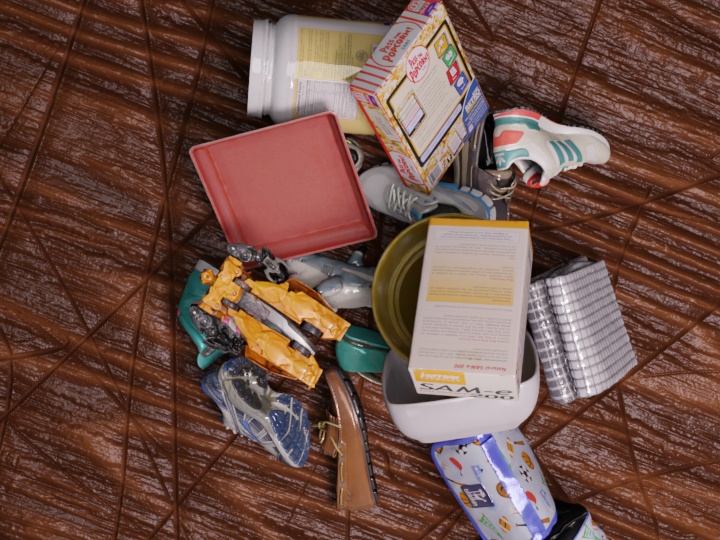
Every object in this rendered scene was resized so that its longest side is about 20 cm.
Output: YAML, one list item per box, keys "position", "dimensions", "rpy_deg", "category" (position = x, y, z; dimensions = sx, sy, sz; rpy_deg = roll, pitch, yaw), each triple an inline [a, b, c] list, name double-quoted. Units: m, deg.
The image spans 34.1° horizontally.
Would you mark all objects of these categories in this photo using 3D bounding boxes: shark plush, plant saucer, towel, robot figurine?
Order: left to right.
- position: [-0.121, 0.058, 1.503]
  dimensions: [0.198, 0.058, 0.146]
  rpy_deg: [33, 82, -5]
  category: "robot figurine"
- position: [-0.097, -0.108, 1.526]
  dimensions: [0.197, 0.037, 0.202]
  rpy_deg: [-13, 125, 10]
  category: "plant saucer"
- position: [0.000, 0.000, 1.584]
  dimensions: [0.197, 0.091, 0.084]
  rpy_deg: [-12, 63, 1]
  category: "shark plush"
- position: [0.285, 0.074, 1.556]
  dimensions: [0.085, 0.199, 0.168]
  rpy_deg: [-18, 90, 28]
  category: "towel"

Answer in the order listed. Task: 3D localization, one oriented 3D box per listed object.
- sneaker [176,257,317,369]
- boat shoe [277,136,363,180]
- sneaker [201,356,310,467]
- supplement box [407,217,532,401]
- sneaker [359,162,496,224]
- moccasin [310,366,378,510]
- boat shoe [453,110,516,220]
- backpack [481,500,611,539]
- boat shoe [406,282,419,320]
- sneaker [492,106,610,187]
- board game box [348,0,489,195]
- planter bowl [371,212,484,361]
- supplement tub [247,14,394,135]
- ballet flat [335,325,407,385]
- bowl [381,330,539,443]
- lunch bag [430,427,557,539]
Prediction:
- position: [-0.165, 0.088, 1.561]
  dimensions: [0.199, 0.084, 0.122]
  rpy_deg: [35, 85, 2]
  category: "sneaker"
- position: [-0.093, -0.144, 1.568]
  dimensions: [0.198, 0.060, 0.073]
  rpy_deg: [-8, 94, -5]
  category: "boat shoe"
- position: [-0.139, 0.192, 1.573]
  dimensions: [0.084, 0.078, 0.201]
  rpy_deg: [-13, 126, 35]
  category: "sneaker"
- position: [0.133, 0.044, 1.380]
  dimensions: [0.124, 0.074, 0.203]
  rpy_deg: [3, 63, 14]
  category: "supplement box"
- position: [0.076, -0.090, 1.546]
  dimensions: [0.197, 0.087, 0.076]
  rpy_deg: [15, 112, 20]
  category: "sneaker"
- position: [-0.027, 0.229, 1.588]
  dimensions: [0.076, 0.074, 0.205]
  rpy_deg: [-9, 111, 2]
  category: "moccasin"
- position: [0.168, -0.119, 1.575]
  dimensions: [0.074, 0.073, 0.203]
  rpy_deg: [-16, 95, -31]
  category: "boat shoe"
- position: [0.255, 0.408, 1.572]
  dimensions: [0.154, 0.200, 0.191]
  rpy_deg: [44, 82, -11]
  category: "backpack"
- position: [0.120, 0.047, 1.593]
  dimensions: [0.197, 0.074, 0.077]
  rpy_deg: [3, 79, -22]
  category: "boat shoe"
- position: [0.251, -0.151, 1.565]
  dimensions: [0.197, 0.070, 0.095]
  rpy_deg: [13, 80, -35]
  category: "sneaker"
- position: [0.079, -0.216, 1.468]
  dimensions: [0.046, 0.201, 0.152]
  rpy_deg: [23, 69, 36]
  category: "board game box"
- position: [0.118, 0.037, 1.488]
  dimensions: [0.197, 0.083, 0.204]
  rpy_deg: [-4, 73, 13]
  category: "planter bowl"
- position: [-0.045, -0.254, 1.524]
  dimensions: [0.196, 0.145, 0.148]
  rpy_deg: [4, 93, -5]
  category: "supplement tub"
- position: [0.060, 0.127, 1.603]
  dimensions: [0.197, 0.068, 0.071]
  rpy_deg: [12, 116, -5]
  category: "ballet flat"
- position: [0.129, 0.148, 1.471]
  dimensions: [0.196, 0.200, 0.076]
  rpy_deg: [-11, 107, 6]
  category: "bowl"
- position: [0.173, 0.263, 1.544]
  dimensions: [0.123, 0.200, 0.172]
  rpy_deg: [-32, 96, -3]
  category: "lunch bag"
